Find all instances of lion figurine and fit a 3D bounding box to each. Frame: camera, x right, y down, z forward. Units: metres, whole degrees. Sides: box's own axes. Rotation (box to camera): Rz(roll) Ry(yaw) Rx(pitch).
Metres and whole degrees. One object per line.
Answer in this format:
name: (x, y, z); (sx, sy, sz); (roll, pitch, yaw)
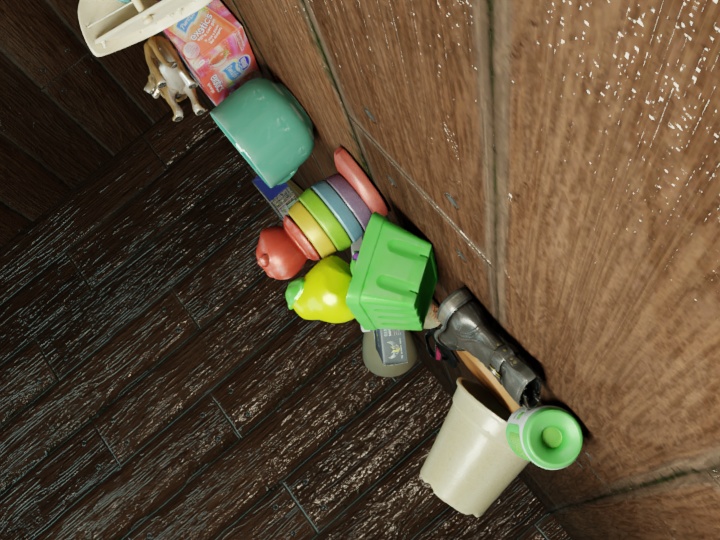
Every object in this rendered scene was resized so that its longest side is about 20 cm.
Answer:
lion figurine: (-0.291, -0.304, 1.162); (0.123, 0.072, 0.200); (64, 164, 11)

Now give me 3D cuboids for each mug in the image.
mug: (-0.145, -0.223, 1.218); (0.152, 0.114, 0.185); (50, 177, -6)

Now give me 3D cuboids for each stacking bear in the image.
stacking bear: (-0.068, -0.066, 1.137); (0.114, 0.200, 0.121); (51, 177, 13)

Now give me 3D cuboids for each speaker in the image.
speaker: (0.258, 0.235, 1.098); (0.089, 0.088, 0.200); (50, 176, 10)

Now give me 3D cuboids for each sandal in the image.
sandal: (0.177, 0.178, 1.838); (0.075, 0.045, 0.200); (47, 175, 43)

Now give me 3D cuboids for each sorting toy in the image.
sorting toy: (-0.297, -0.413, 1.018); (0.181, 0.199, 0.107); (65, -153, -16)

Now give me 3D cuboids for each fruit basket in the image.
fruit basket: (0.000, 0.012, 1.115); (0.214, 0.156, 0.216); (17, 167, 4)

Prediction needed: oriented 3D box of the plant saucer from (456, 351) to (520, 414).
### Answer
plant saucer: (0.225, 0.179, 1.319); (0.200, 0.037, 0.200); (51, 177, 4)

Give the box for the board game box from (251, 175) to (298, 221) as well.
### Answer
board game box: (-0.243, -0.226, 2.532); (0.159, 0.097, 0.200); (47, 175, 45)

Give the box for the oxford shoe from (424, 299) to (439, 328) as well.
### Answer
oxford shoe: (0.120, 0.065, 1.410); (0.073, 0.071, 0.200); (21, 170, 4)

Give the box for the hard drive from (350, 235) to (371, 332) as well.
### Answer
hard drive: (0.000, 0.000, 1.463); (0.132, 0.025, 0.201); (-98, 1, -47)

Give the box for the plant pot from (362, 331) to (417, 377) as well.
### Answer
plant pot: (0.086, 0.213, 2.488); (0.187, 0.187, 0.201); (48, 162, 35)

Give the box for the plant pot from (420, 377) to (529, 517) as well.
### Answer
plant pot: (0.208, 0.324, 1.367); (0.200, 0.184, 0.200); (32, -174, -4)

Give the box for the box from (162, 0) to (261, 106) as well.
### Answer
box: (-0.233, -0.347, 1.205); (0.103, 0.095, 0.200); (50, 176, 7)

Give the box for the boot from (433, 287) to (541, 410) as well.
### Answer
boot: (0.180, 0.124, 1.067); (0.174, 0.069, 0.200); (50, 174, 23)

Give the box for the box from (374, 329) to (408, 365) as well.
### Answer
box: (0.047, 0.065, 1.448); (0.158, 0.051, 0.201); (-132, 34, -83)

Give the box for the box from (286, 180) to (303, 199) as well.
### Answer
box: (-0.150, -0.192, 2.334); (0.164, 0.021, 0.200); (53, 176, -34)
